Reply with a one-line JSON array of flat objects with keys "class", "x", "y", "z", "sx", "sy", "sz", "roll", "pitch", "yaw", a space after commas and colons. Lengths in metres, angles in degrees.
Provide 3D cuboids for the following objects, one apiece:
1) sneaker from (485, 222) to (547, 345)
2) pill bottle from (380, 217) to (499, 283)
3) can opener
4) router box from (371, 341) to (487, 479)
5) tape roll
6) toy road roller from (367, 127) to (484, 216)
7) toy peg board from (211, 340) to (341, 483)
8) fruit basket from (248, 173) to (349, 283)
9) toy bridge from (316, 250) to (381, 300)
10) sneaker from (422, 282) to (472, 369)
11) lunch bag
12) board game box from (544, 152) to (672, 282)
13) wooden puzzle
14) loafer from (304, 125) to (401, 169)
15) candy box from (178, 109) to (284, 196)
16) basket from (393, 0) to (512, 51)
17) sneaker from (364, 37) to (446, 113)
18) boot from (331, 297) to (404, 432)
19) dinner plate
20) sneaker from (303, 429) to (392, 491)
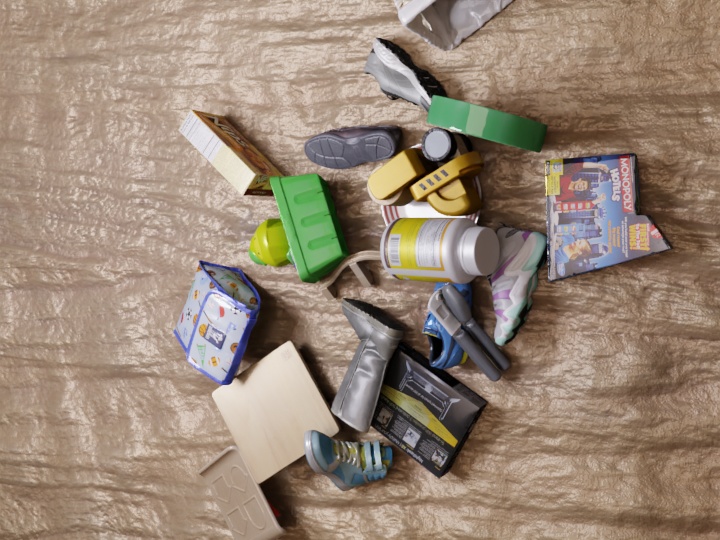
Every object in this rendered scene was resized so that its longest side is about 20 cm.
[{"class": "sneaker", "x": 0.236, "y": 0.016, "z": 1.488, "sx": 0.138, "sy": 0.077, "sz": 0.204, "roll": 22, "pitch": 93, "yaw": 25}, {"class": "pill bottle", "x": 0.136, "y": -0.035, "z": 1.458, "sx": 0.197, "sy": 0.108, "sz": 0.112, "roll": 4, "pitch": 95, "yaw": 43}, {"class": "can opener", "x": 0.190, "y": 0.110, "z": 1.474, "sx": 0.053, "sy": 0.066, "sz": 0.201, "roll": -43, "pitch": 108, "yaw": -13}, {"class": "router box", "x": 0.111, "y": 0.254, "z": 1.569, "sx": 0.198, "sy": 0.052, "sz": 0.160, "roll": 35, "pitch": 107, "yaw": 20}, {"class": "tape roll", "x": 0.208, "y": -0.242, "z": 1.411, "sx": 0.197, "sy": 0.199, "sz": 0.049, "roll": 20, "pitch": 101, "yaw": 23}, {"class": "toy road roller", "x": 0.124, "y": -0.145, "z": 1.476, "sx": 0.198, "sy": 0.122, "sz": 0.148, "roll": -30, "pitch": 80, "yaw": 24}, {"class": "toy peg board", "x": -0.157, "y": 0.278, "z": 1.693, "sx": 0.197, "sy": 0.098, "sz": 0.203, "roll": -33, "pitch": 78, "yaw": 8}, {"class": "fruit basket", "x": -0.137, "y": -0.069, "z": 1.632, "sx": 0.210, "sy": 0.155, "sz": 0.222, "roll": 0, "pitch": 87, "yaw": 9}, {"class": "toy bridge", "x": 0.000, "y": 0.000, "z": 1.604, "sx": 0.197, "sy": 0.028, "sz": 0.068, "roll": -20, "pitch": 125, "yaw": 25}, {"class": "sneaker", "x": 0.151, "y": 0.073, "z": 1.518, "sx": 0.065, "sy": 0.077, "sz": 0.206, "roll": 5, "pitch": 96, "yaw": 56}, {"class": "lunch bag", "x": -0.275, "y": 0.102, "z": 1.675, "sx": 0.200, "sy": 0.122, "sz": 0.173, "roll": 44, "pitch": 116, "yaw": 48}, {"class": "board game box", "x": 0.407, "y": -0.085, "z": 1.400, "sx": 0.195, "sy": 0.061, "sz": 0.206, "roll": -1, "pitch": 93, "yaw": 25}, {"class": "wooden puzzle", "x": -0.234, "y": 0.461, "z": 1.730, "sx": 0.202, "sy": 0.046, "sz": 0.185, "roll": 57, "pitch": 138, "yaw": 8}, {"class": "loafer", "x": -0.012, "y": -0.237, "z": 1.607, "sx": 0.196, "sy": 0.063, "sz": 0.073, "roll": 0, "pitch": 123, "yaw": 30}, {"class": "candy box", "x": -0.254, "y": -0.231, "z": 1.685, "sx": 0.200, "sy": 0.115, "sz": 0.056, "roll": 44, "pitch": 109, "yaw": 17}, {"class": "basket", "x": 0.150, "y": -0.505, "z": 1.430, "sx": 0.198, "sy": 0.197, "sz": 0.163, "roll": -33, "pitch": 75, "yaw": 24}, {"class": "sneaker", "x": 0.083, "y": -0.334, "z": 1.546, "sx": 0.201, "sy": 0.073, "sz": 0.080, "roll": 48, "pitch": 120, "yaw": 22}, {"class": "boot", "x": -0.007, "y": 0.171, "z": 1.588, "sx": 0.181, "sy": 0.071, "sz": 0.204, "roll": 36, "pitch": 113, "yaw": 51}, {"class": "dinner plate", "x": 0.129, "y": -0.129, "z": 1.555, "sx": 0.196, "sy": 0.024, "sz": 0.206, "roll": 1, "pitch": 93, "yaw": 26}, {"class": "sneaker", "x": -0.015, "y": 0.336, "z": 1.578, "sx": 0.128, "sy": 0.200, "sz": 0.081, "roll": -18, "pitch": 54, "yaw": 17}]
